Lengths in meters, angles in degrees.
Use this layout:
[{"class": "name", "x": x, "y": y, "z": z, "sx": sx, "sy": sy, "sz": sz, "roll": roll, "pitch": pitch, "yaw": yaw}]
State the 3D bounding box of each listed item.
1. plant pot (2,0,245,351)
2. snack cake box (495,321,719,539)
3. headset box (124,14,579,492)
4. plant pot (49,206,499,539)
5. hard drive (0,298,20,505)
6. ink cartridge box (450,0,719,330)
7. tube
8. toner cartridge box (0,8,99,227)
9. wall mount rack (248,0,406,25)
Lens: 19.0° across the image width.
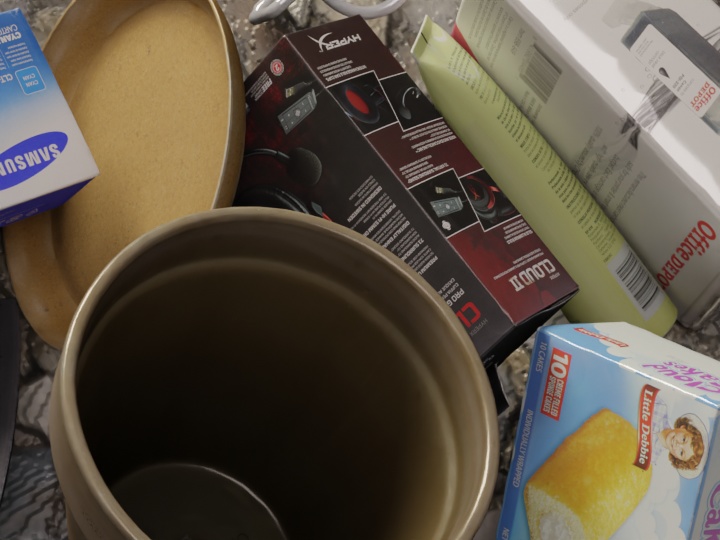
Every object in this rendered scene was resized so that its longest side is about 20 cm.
[{"class": "plant pot", "x": -0.115, "y": -0.056, "z": 1.074, "sx": 0.027, "sy": 0.199, "sz": 0.202, "roll": 12, "pitch": 70, "yaw": -39}, {"class": "snack cake box", "x": 0.125, "y": 0.137, "z": 1.012, "sx": 0.067, "sy": 0.115, "sz": 0.202, "roll": -1, "pitch": 107, "yaw": -41}, {"class": "headset box", "x": 0.000, "y": 0.000, "z": 1.066, "sx": 0.201, "sy": 0.149, "sz": 0.075, "roll": 52, "pitch": 34, "yaw": 9}, {"class": "plant pot", "x": -0.058, "y": 0.101, "z": 0.988, "sx": 0.198, "sy": 0.174, "sz": 0.201, "roll": 11, "pitch": 54, "yaw": -16}, {"class": "hard drive", "x": -0.232, "y": 0.086, "z": 1.033, "sx": 0.133, "sy": 0.043, "sz": 0.201, "roll": 1, "pitch": 37, "yaw": -4}, {"class": "ink cartridge box", "x": 0.143, "y": -0.081, "z": 1.102, "sx": 0.085, "sy": 0.146, "sz": 0.200, "roll": -39, "pitch": 81, "yaw": -15}, {"class": "tube", "x": 0.087, "y": -0.042, "z": 1.103, "sx": 0.052, "sy": 0.058, "sz": 0.201, "roll": -42, "pitch": 104, "yaw": -23}, {"class": "toner cartridge box", "x": -0.228, "y": -0.052, "z": 1.013, "sx": 0.199, "sy": 0.043, "sz": 0.096, "roll": -24, "pitch": 86, "yaw": -40}, {"class": "wall mount rack", "x": -0.030, "y": -0.235, "z": 1.156, "sx": 0.174, "sy": 0.075, "sz": 0.200, "roll": -43, "pitch": 102, "yaw": -11}]
